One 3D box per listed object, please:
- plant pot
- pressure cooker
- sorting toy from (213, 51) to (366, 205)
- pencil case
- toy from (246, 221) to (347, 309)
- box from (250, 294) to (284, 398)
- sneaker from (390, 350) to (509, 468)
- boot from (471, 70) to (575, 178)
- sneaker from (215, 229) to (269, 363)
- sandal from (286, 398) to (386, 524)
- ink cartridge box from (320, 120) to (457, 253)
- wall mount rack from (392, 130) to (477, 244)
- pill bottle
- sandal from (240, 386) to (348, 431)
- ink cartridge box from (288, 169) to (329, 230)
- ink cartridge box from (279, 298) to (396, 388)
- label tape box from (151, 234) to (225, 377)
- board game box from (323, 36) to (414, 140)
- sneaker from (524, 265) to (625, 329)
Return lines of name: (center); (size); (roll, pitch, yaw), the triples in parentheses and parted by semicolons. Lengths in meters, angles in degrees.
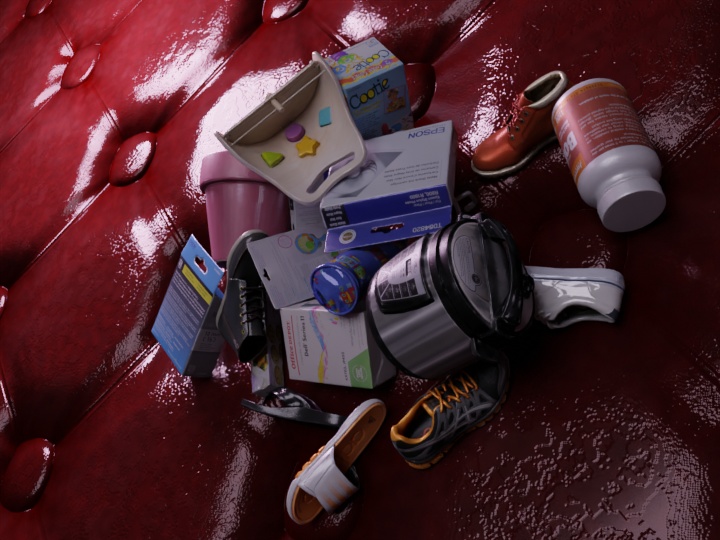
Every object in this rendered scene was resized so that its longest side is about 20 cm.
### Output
plant pot: (-0.181, -0.092, 1.459); (0.199, 0.200, 0.180); (-2, 79, 35)
pressure cooker: (0.126, 0.030, 1.092); (0.200, 0.178, 0.177); (-32, 91, 40)
sorting toy: (-0.083, -0.191, 1.280); (0.200, 0.107, 0.180); (-39, 63, -1)
pencil case: (0.000, 0.000, 1.251); (0.087, 0.200, 0.078); (-35, 90, 31)
toy: (-0.070, -0.011, 1.343); (0.199, 0.047, 0.116); (-19, 71, -23)
box: (-0.157, 0.113, 1.406); (0.039, 0.041, 0.201); (-26, 50, 24)
sneaker: (0.121, 0.180, 1.139); (0.200, 0.077, 0.078); (-48, 45, 1)
boot: (0.239, -0.220, 1.272); (0.199, 0.107, 0.075); (-33, 51, 18)
sneaker: (-0.168, 0.042, 1.348); (0.106, 0.074, 0.201); (49, 130, 48)
sandal: (-0.024, 0.273, 1.188); (0.207, 0.079, 0.059); (-53, 44, -5)
ink cartridge box: (0.041, -0.125, 1.246); (0.198, 0.041, 0.201); (-10, 46, 20)
wall mount rack: (0.080, -0.111, 1.332); (0.173, 0.075, 0.201); (-33, 63, 11)
pill bottle: (0.338, -0.155, 1.155); (0.112, 0.112, 0.201); (-26, 51, 21)
sandal: (-0.088, 0.206, 1.282); (0.199, 0.075, 0.048); (5, 72, 28)
ink cartridge box: (-0.066, -0.107, 1.390); (0.039, 0.099, 0.202); (-169, 74, -71)
ink cartridge box: (-0.051, 0.106, 1.278); (0.199, 0.067, 0.118); (0, 103, 37)
label tape box: (-0.277, 0.061, 1.465); (0.143, 0.066, 0.201); (41, 112, 44)
board game box: (0.017, -0.250, 1.370); (0.104, 0.201, 0.103); (-26, 46, -12)
sneaker: (0.248, 0.038, 1.133); (0.199, 0.073, 0.071); (-5, 58, 34)
